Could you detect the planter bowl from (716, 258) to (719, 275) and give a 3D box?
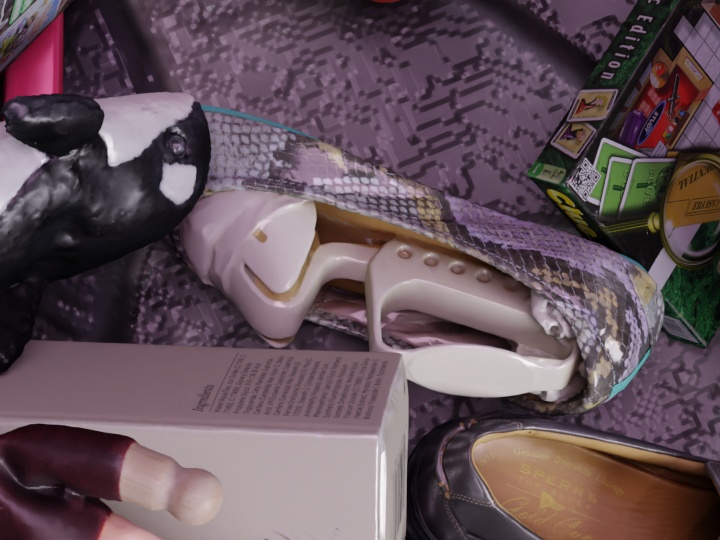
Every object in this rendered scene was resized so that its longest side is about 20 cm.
[{"bbox_3d":[0.202,-0.015,0.952,0.135,0.200,0.200,32,76,9],"label":"planter bowl"}]

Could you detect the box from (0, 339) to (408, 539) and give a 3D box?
[{"bbox_3d":[-0.087,0.065,0.920,0.200,0.082,0.068,2,107,7],"label":"box"}]

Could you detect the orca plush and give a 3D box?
[{"bbox_3d":[-0.122,-0.004,0.893,0.200,0.105,0.071,-11,77,-51],"label":"orca plush"}]

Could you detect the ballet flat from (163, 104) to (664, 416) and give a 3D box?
[{"bbox_3d":[0.000,0.000,0.967,0.200,0.072,0.072,18,76,6],"label":"ballet flat"}]

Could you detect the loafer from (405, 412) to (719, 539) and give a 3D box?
[{"bbox_3d":[0.113,0.096,0.973,0.200,0.072,0.073,13,75,-5],"label":"loafer"}]

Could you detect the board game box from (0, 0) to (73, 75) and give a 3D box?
[{"bbox_3d":[-0.148,-0.159,0.946,0.159,0.097,0.200,36,59,6],"label":"board game box"}]

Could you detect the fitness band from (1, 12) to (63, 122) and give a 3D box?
[{"bbox_3d":[-0.174,-0.060,0.993,0.144,0.037,0.200,3,78,-9],"label":"fitness band"}]

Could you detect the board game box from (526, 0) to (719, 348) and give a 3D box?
[{"bbox_3d":[0.140,-0.083,1.011,0.023,0.105,0.200,18,70,44],"label":"board game box"}]

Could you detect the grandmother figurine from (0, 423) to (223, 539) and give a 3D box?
[{"bbox_3d":[-0.087,0.090,0.856,0.200,0.061,0.121,39,108,-7],"label":"grandmother figurine"}]

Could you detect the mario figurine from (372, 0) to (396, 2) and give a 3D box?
[{"bbox_3d":[0.048,-0.167,1.002,0.200,0.123,0.106,-26,95,-16],"label":"mario figurine"}]
